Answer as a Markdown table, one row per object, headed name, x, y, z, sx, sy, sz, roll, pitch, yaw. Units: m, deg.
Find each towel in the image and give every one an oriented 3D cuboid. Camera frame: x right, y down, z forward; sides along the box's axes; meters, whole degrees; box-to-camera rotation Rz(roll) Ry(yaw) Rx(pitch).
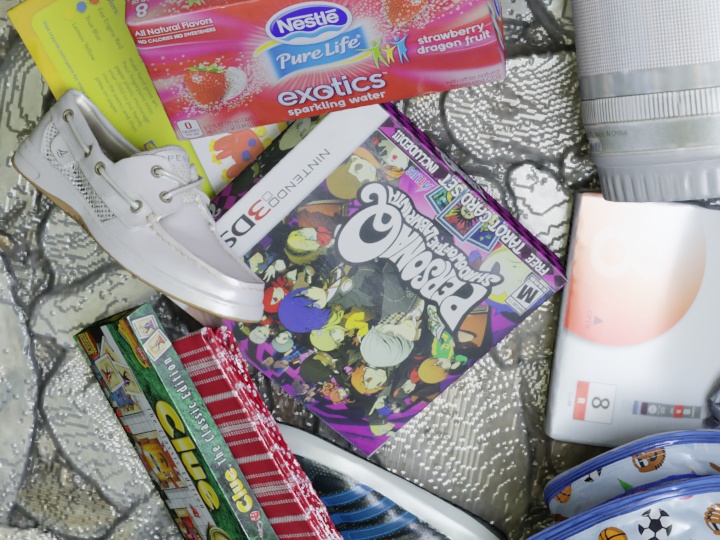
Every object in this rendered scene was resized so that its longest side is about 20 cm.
| name | x | y | z | sx | sy | sz | roll | pitch | yaw |
| --- | --- | --- | --- | --- | --- | --- | --- | --- | --- |
| towel | -0.072 | 0.131 | 1.181 | 0.022 | 0.144 | 0.201 | -32 | 95 | -29 |

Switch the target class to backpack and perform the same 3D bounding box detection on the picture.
| name | x | y | z | sx | sy | sz | roll | pitch | yaw |
| --- | --- | --- | --- | --- | --- | --- | --- | --- | --- |
| backpack | 0.191 | 0.180 | 1.119 | 0.200 | 0.190 | 0.155 | -36 | 65 | 30 |

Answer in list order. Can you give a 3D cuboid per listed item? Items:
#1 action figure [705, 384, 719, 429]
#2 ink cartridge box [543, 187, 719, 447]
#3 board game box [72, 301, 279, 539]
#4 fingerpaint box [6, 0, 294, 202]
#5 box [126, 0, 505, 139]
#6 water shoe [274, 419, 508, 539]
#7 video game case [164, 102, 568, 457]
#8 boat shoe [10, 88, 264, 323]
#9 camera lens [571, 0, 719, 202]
| name | x | y | z | sx | sy | sz | roll | pitch | yaw |
| --- | --- | --- | --- | --- | --- | --- | --- | --- | --- |
| action figure | 0.308 | 0.048 | 1.134 | 0.199 | 0.105 | 0.194 | -28 | 120 | -2 |
| ink cartridge box | 0.225 | 0.040 | 1.186 | 0.198 | 0.050 | 0.164 | 7 | 98 | 6 |
| board game box | -0.114 | 0.119 | 1.190 | 0.023 | 0.105 | 0.201 | -31 | 96 | -31 |
| fingerpaint box | -0.099 | -0.118 | 1.174 | 0.166 | 0.073 | 0.201 | -29 | 96 | 7 |
| box | -0.024 | -0.156 | 1.045 | 0.198 | 0.096 | 0.100 | -9 | 141 | 10 |
| water shoe | -0.001 | 0.164 | 1.196 | 0.199 | 0.072 | 0.079 | 27 | 85 | 1 |
| video game case | 0.000 | 0.000 | 1.153 | 0.181 | 0.036 | 0.200 | -41 | 118 | 15 |
| boat shoe | -0.124 | -0.043 | 1.085 | 0.200 | 0.071 | 0.070 | 37 | 101 | 26 |
| camera lens | 0.207 | -0.149 | 1.107 | 0.158 | 0.160 | 0.202 | -5 | 95 | 4 |
